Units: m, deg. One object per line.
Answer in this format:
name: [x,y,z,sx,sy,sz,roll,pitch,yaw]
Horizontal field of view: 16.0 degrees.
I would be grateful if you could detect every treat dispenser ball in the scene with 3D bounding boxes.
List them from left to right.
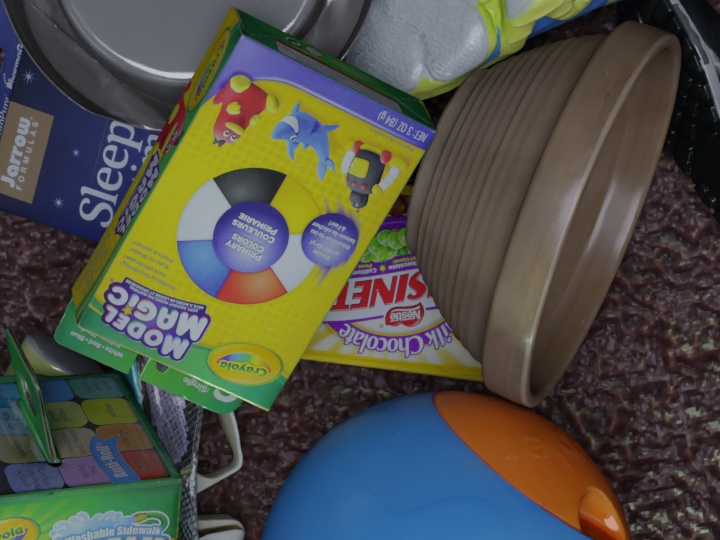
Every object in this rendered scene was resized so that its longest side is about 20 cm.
treat dispenser ball: [0.045,0.163,1.329,0.199,0.201,0.203,0,97,3]

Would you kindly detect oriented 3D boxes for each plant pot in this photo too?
plant pot: [0.084,-0.041,1.301,0.092,0.201,0.202,23,97,14]

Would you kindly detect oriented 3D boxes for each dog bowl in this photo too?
dog bowl: [-0.087,-0.163,1.325,0.198,0.059,0.202,0,83,2]

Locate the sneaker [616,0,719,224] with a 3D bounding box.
sneaker: [0.214,-0.084,1.371,0.087,0.076,0.201,-28,85,-25]

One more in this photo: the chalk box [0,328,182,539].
chalk box: [-0.168,0.131,1.331,0.123,0.125,0.201,-3,118,-21]

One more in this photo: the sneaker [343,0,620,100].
sneaker: [0.088,-0.142,1.334,0.199,0.105,0.076,-30,67,33]

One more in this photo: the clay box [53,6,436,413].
clay box: [-0.061,-0.018,1.283,0.114,0.048,0.201,24,108,-20]

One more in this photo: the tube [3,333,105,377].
tube: [-0.207,0.133,1.416,0.058,0.052,0.201,37,103,32]

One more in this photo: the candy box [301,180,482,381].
candy box: [0.000,0.000,1.366,0.198,0.026,0.103,7,101,-20]

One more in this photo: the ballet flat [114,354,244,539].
ballet flat: [-0.096,0.126,1.403,0.071,0.072,0.202,-1,98,3]

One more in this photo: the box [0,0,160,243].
box: [-0.125,-0.073,1.381,0.199,0.032,0.122,19,107,6]
